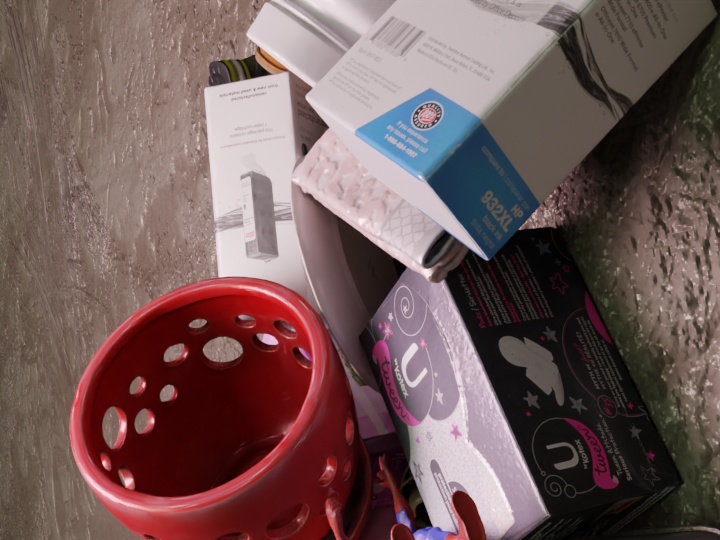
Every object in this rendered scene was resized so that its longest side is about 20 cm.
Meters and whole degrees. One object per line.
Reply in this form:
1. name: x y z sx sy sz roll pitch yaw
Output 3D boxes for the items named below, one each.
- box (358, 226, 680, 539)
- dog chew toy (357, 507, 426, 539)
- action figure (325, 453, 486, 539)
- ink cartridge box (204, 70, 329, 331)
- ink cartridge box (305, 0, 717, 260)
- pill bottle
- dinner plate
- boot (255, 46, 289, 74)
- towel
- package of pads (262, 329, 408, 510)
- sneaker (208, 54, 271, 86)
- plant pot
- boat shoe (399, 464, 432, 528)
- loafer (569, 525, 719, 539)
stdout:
1. box: 0.097 0.091 0.790 0.132 0.114 0.201 -56 47 48
2. dog chew toy: 0.003 0.284 0.906 0.124 0.200 0.125 26 145 20
3. action figure: 0.018 0.164 0.764 0.100 0.065 0.200 62 161 18
4. ink cartridge box: -0.059 -0.051 0.993 0.083 0.144 0.202 -7 84 20
5. ink cartridge box: 0.087 -0.128 0.696 0.200 0.084 0.145 -47 39 -2
6. pill bottle: 0.015 -0.217 0.803 0.201 0.113 0.113 -54 39 4
7. dinner plate: 0.000 0.000 0.923 0.024 0.200 0.202 -19 74 16
8. boot: -0.018 -0.238 0.990 0.199 0.073 0.156 18 112 46
9. towel: 0.059 -0.105 0.793 0.200 0.032 0.191 -49 38 -2
10. package of pads: -0.030 0.131 1.065 0.200 0.075 0.121 52 141 44
11. sneaker: -0.080 -0.115 1.121 0.074 0.080 0.202 38 146 56
12. plant pot: -0.091 0.133 0.879 0.201 0.199 0.183 55 174 41
13. boat shoe: 0.069 0.162 0.893 0.201 0.073 0.075 58 141 39
14. loafer: 0.131 0.193 0.695 0.072 0.199 0.073 55 -161 -35
